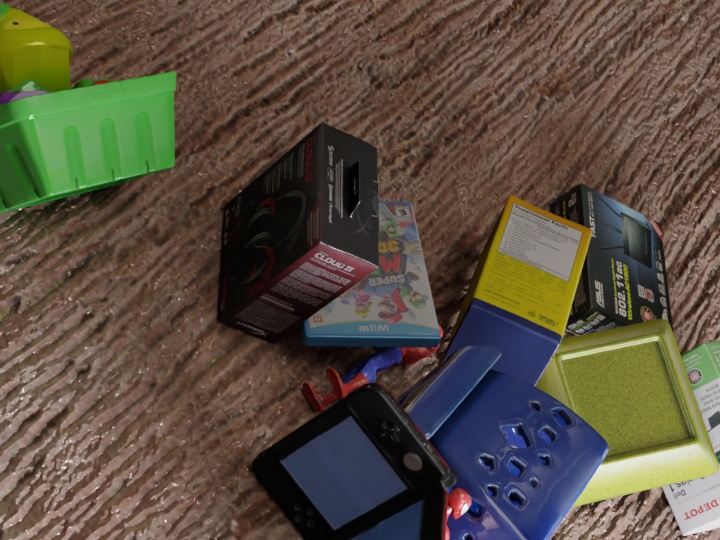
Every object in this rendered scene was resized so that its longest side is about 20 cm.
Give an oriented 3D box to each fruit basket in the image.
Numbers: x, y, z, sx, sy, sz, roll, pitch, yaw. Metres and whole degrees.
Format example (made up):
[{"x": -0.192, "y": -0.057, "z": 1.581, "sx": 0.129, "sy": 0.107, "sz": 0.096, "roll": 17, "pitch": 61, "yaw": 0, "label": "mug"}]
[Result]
[{"x": -0.293, "y": -0.170, "z": 1.413, "sx": 0.215, "sy": 0.155, "sz": 0.216, "roll": 14, "pitch": 71, "yaw": -45, "label": "fruit basket"}]

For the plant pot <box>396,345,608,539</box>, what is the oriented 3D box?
[{"x": 0.093, "y": 0.201, "z": 1.475, "sx": 0.180, "sy": 0.200, "sz": 0.200, "roll": 48, "pitch": 41, "yaw": 1, "label": "plant pot"}]

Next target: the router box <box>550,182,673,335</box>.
[{"x": 0.323, "y": 0.004, "z": 1.913, "sx": 0.150, "sy": 0.062, "sz": 0.200, "roll": 22, "pitch": 50, "yaw": -29, "label": "router box"}]

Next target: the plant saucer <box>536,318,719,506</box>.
[{"x": 0.304, "y": 0.155, "z": 1.732, "sx": 0.199, "sy": 0.048, "sz": 0.201, "roll": -11, "pitch": 67, "yaw": -12, "label": "plant saucer"}]

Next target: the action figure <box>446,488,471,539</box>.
[{"x": 0.038, "y": 0.279, "z": 1.366, "sx": 0.052, "sy": 0.200, "sz": 0.065, "roll": 29, "pitch": 15, "yaw": -19, "label": "action figure"}]

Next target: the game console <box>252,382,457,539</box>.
[{"x": -0.019, "y": 0.227, "z": 1.344, "sx": 0.172, "sy": 0.200, "sz": 0.119, "roll": 52, "pitch": 40, "yaw": -3, "label": "game console"}]

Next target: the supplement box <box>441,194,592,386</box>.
[{"x": 0.181, "y": 0.029, "z": 1.709, "sx": 0.109, "sy": 0.110, "sz": 0.200, "roll": 24, "pitch": 46, "yaw": 1, "label": "supplement box"}]

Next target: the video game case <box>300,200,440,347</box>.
[{"x": 0.000, "y": 0.000, "z": 1.579, "sx": 0.143, "sy": 0.018, "sz": 0.200, "roll": 2, "pitch": 47, "yaw": -13, "label": "video game case"}]

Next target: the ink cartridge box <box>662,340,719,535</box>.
[{"x": 0.427, "y": 0.204, "z": 1.813, "sx": 0.084, "sy": 0.146, "sz": 0.200, "roll": -4, "pitch": 65, "yaw": -45, "label": "ink cartridge box"}]

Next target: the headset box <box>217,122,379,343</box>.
[{"x": -0.057, "y": -0.041, "z": 1.490, "sx": 0.075, "sy": 0.200, "sz": 0.149, "roll": 23, "pitch": 51, "yaw": -31, "label": "headset box"}]

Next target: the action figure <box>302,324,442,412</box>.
[{"x": 0.014, "y": 0.070, "z": 1.582, "sx": 0.200, "sy": 0.065, "sz": 0.099, "roll": -19, "pitch": 81, "yaw": -47, "label": "action figure"}]
